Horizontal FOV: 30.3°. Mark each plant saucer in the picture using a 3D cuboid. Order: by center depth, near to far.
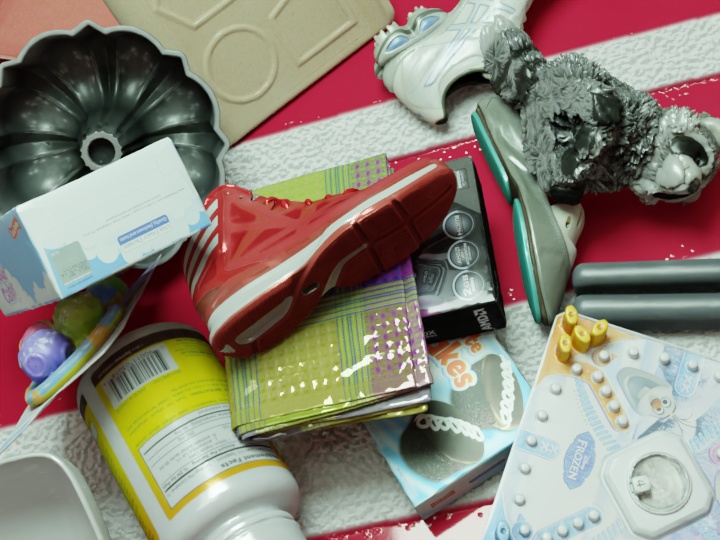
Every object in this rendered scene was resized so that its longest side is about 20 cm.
[{"bbox_3d":[-0.261,-0.266,1.243,0.198,0.037,0.201,12,66,21],"label":"plant saucer"}]

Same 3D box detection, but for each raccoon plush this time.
[{"bbox_3d":[0.189,-0.128,0.991,0.133,0.097,0.201,0,55,-29],"label":"raccoon plush"}]

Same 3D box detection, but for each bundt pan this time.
[{"bbox_3d":[-0.202,-0.101,1.071,0.200,0.076,0.203,0,104,-1],"label":"bundt pan"}]

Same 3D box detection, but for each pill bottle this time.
[{"bbox_3d":[-0.115,0.140,0.944,0.109,0.109,0.200,-34,59,-4],"label":"pill bottle"}]

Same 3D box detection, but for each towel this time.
[{"bbox_3d":[-0.029,0.020,0.933,0.143,0.023,0.201,-14,59,11],"label":"towel"}]

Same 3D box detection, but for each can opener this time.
[{"bbox_3d":[0.247,0.009,0.935,0.199,0.067,0.054,-2,62,14],"label":"can opener"}]

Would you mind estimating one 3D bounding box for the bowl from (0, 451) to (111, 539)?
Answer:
[{"bbox_3d":[-0.250,0.239,0.923,0.199,0.075,0.201,-22,84,5],"label":"bowl"}]

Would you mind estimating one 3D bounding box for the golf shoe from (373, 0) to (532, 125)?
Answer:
[{"bbox_3d":[0.110,-0.197,1.093,0.200,0.078,0.097,-37,76,1],"label":"golf shoe"}]

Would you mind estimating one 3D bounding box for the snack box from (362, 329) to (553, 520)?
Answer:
[{"bbox_3d":[0.042,0.068,0.979,0.116,0.037,0.200,-32,59,-3],"label":"snack box"}]

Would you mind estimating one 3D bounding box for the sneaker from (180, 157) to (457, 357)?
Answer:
[{"bbox_3d":[-0.040,-0.040,0.912,0.199,0.078,0.116,-33,59,-3],"label":"sneaker"}]

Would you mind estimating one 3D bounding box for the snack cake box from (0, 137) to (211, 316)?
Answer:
[{"bbox_3d":[-0.196,-0.025,0.933,0.115,0.200,0.068,-29,97,-24],"label":"snack cake box"}]

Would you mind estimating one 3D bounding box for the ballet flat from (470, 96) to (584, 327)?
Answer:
[{"bbox_3d":[0.136,-0.054,1.002,0.063,0.068,0.201,-14,60,0],"label":"ballet flat"}]

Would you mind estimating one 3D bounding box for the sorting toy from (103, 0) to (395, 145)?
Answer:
[{"bbox_3d":[-0.095,-0.228,1.106,0.200,0.186,0.036,-36,28,-3],"label":"sorting toy"}]

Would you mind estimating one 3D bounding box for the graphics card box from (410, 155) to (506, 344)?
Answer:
[{"bbox_3d":[0.000,0.000,0.977,0.199,0.051,0.126,-12,60,10],"label":"graphics card box"}]

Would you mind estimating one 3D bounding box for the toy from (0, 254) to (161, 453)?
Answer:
[{"bbox_3d":[-0.214,0.047,0.971,0.047,0.200,0.115,44,106,-8],"label":"toy"}]

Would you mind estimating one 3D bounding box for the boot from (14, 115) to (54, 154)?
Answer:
[{"bbox_3d":[-0.342,-0.122,1.172,0.200,0.069,0.174,-43,58,-10],"label":"boot"}]

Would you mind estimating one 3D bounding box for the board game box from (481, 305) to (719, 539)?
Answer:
[{"bbox_3d":[0.198,0.140,0.881,0.199,0.026,0.201,18,68,11],"label":"board game box"}]
